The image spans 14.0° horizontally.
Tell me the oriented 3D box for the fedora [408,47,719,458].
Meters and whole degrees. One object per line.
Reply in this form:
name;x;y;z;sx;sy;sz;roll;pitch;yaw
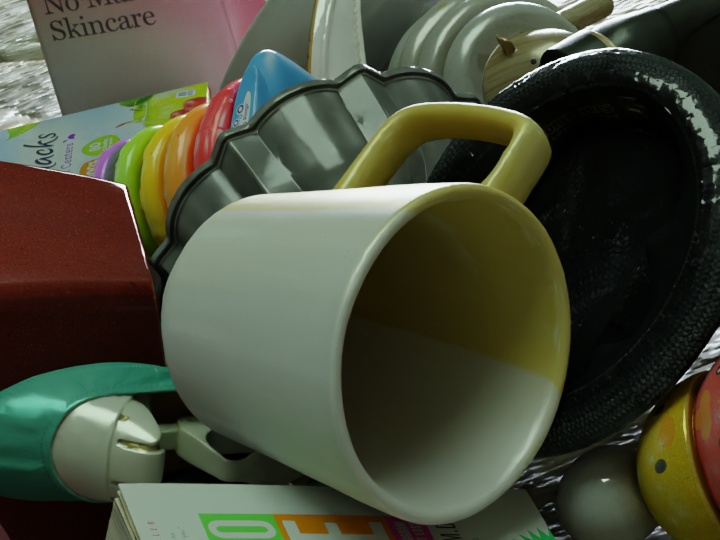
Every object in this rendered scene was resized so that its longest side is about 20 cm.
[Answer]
fedora;0.115;0.000;1.386;0.200;0.092;0.201;-12;69;32

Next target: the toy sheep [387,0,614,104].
toy sheep;0.078;-0.101;1.690;0.138;0.138;0.200;-28;3;-23

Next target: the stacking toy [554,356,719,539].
stacking toy;0.175;0.087;1.326;0.200;0.146;0.146;-22;22;28

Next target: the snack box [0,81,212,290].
snack box;-0.163;-0.026;1.732;0.168;0.068;0.200;-13;27;5

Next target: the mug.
mug;0.003;0.021;1.335;0.153;0.150;0.186;9;28;45

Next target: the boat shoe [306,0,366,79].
boat shoe;0.004;-0.070;1.636;0.069;0.201;0.071;-1;-7;3

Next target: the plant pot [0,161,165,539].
plant pot;-0.188;0.053;1.483;0.176;0.200;0.200;-9;27;-7

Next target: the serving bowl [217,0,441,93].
serving bowl;0.001;-0.137;1.763;0.066;0.200;0.200;39;51;15

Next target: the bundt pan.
bundt pan;0.000;0.000;1.479;0.202;0.202;0.076;-22;44;-13

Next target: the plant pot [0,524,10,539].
plant pot;-0.219;0.165;1.290;0.200;0.179;0.200;-11;27;6

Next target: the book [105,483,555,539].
book;0.002;0.148;1.274;0.200;0.048;0.134;1;30;-23

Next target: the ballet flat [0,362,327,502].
ballet flat;-0.088;0.079;1.394;0.200;0.068;0.070;-4;15;-22

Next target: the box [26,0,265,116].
box;-0.138;-0.181;1.861;0.128;0.200;0.109;-9;27;13

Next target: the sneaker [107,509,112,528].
sneaker;-0.064;0.156;1.342;0.085;0.077;0.200;-13;28;-5

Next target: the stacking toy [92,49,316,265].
stacking toy;-0.102;-0.040;1.584;0.200;0.110;0.116;-8;61;36

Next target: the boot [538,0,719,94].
boot;0.165;-0.069;1.509;0.138;0.200;0.077;-30;62;-18
